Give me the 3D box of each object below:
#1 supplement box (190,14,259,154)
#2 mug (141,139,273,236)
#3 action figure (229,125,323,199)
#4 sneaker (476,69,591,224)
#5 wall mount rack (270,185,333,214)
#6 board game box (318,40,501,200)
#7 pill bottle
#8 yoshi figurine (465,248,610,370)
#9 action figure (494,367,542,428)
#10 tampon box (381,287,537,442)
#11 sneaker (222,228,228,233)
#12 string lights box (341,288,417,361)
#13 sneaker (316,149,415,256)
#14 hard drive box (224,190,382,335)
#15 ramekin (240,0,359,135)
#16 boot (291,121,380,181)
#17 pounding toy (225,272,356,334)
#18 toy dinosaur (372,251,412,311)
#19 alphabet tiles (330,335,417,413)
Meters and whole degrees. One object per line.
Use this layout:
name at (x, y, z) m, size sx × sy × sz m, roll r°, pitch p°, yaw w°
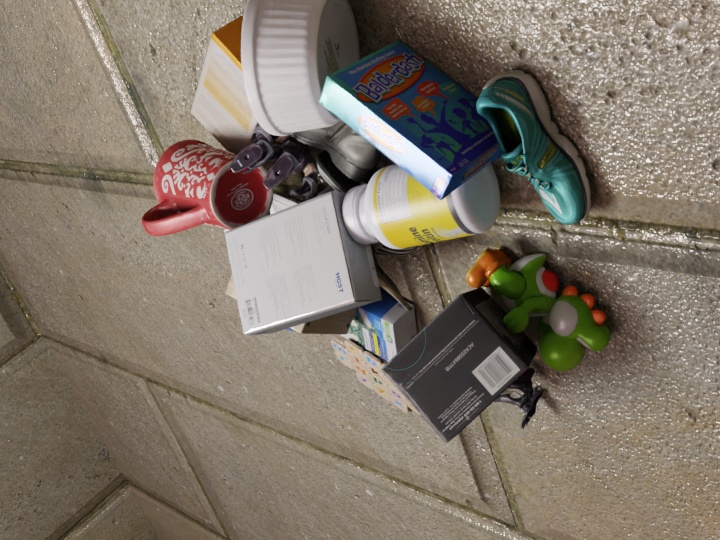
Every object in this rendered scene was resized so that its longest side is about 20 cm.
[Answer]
supplement box at (-0.182, -0.276, 1.421) m, size 0.126 × 0.073 × 0.200 m, roll 46°, pitch 148°, yaw 6°
mug at (-0.236, -0.110, 1.434) m, size 0.133 × 0.180 × 0.199 m, roll 30°, pitch 173°, yaw -35°
action figure at (-0.116, -0.164, 1.351) m, size 0.130 × 0.200 × 0.070 m, roll 41°, pitch 106°, yaw 3°
sneaker at (0.199, -0.135, 1.084) m, size 0.201 × 0.080 × 0.077 m, roll 56°, pitch 145°, yaw -10°
wall mount rack at (-0.087, -0.078, 1.508) m, size 0.198 × 0.074 × 0.176 m, roll 27°, pitch 137°, yaw 34°
board game box at (0.071, -0.189, 1.120) m, size 0.199 × 0.152 × 0.045 m, roll 39°, pitch 137°, yaw 16°
pill bottle at (0.076, -0.090, 1.214) m, size 0.198 × 0.112 × 0.113 m, roll -10°, pitch 116°, yaw 38°
yoshi figurine at (0.232, 0.061, 1.224) m, size 0.199 × 0.112 × 0.113 m, roll 36°, pitch 152°, yaw 19°
action figure at (0.172, 0.159, 1.395) m, size 0.198 × 0.102 × 0.120 m, roll 27°, pitch 152°, yaw 30°
tampon box at (0.141, 0.121, 1.239) m, size 0.126 × 0.150 × 0.200 m, roll 48°, pitch -168°, yaw 9°
sneaker at (-0.180, -0.052, 1.582) m, size 0.077 × 0.076 × 0.200 m, roll 40°, pitch -179°, yaw 8°
string lights box at (0.003, 0.072, 1.554) m, size 0.198 × 0.059 × 0.104 m, roll 26°, pitch 141°, yaw 35°
sneaker at (0.006, -0.089, 1.374) m, size 0.200 × 0.076 × 0.116 m, roll 38°, pitch 144°, yaw 14°
hard drive box at (-0.085, -0.007, 1.311) m, size 0.198 × 0.076 × 0.159 m, roll -17°, pitch 81°, yaw 30°
ramekin at (-0.069, -0.275, 1.178) m, size 0.093 × 0.204 × 0.205 m, roll 3°, pitch 129°, yaw 19°
boot at (-0.034, -0.232, 1.311) m, size 0.199 × 0.067 × 0.132 m, roll 38°, pitch 133°, yaw 20°
pounding toy at (-0.118, 0.036, 1.481) m, size 0.198 × 0.183 × 0.144 m, roll 25°, pitch 97°, yaw 26°
toy dinosaur at (0.000, 0.000, 1.381) m, size 0.201 × 0.088 × 0.047 m, roll 52°, pitch 139°, yaw -5°
alphabet tiles at (0.033, 0.187, 1.625) m, size 0.199 × 0.015 × 0.196 m, roll 32°, pitch 162°, yaw 23°
